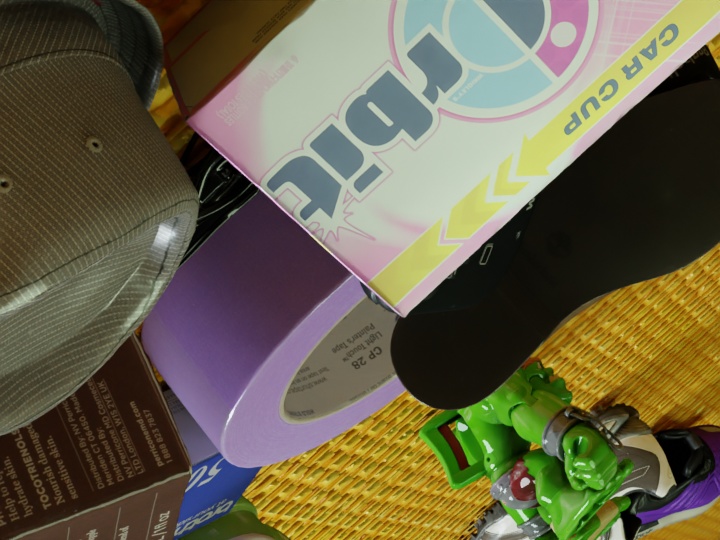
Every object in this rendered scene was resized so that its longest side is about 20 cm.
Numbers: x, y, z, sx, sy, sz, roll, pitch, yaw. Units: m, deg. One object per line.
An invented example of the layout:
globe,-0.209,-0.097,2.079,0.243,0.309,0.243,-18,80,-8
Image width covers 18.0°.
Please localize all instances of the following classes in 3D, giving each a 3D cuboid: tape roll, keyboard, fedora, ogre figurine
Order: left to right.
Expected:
fedora,-0.127,-0.005,0.713,0.200,0.090,0.177,-22,155,-43
keyboard,-0.050,-0.047,0.887,0.200,0.040,0.104,-44,-175,10
tape roll,0.000,0.000,1.027,0.200,0.066,0.200,-36,163,-13
ogre figurine,0.107,0.117,1.433,0.098,0.120,0.200,-44,164,2

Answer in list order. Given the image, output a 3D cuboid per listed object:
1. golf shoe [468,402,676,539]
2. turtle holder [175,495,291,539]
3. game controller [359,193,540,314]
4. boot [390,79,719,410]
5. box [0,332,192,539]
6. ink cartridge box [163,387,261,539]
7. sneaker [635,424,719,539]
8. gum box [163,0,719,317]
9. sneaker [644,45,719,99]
golf shoe,0.162,0.195,1.778,0.200,0.095,0.078,-48,162,29
turtle holder,-0.088,0.193,1.206,0.141,0.132,0.185,-41,162,4
game controller,0.059,-0.076,0.887,0.104,0.042,0.201,2,113,-51
boot,0.095,-0.016,0.992,0.200,0.074,0.075,-36,180,0
box,-0.168,0.096,0.847,0.199,0.075,0.100,-18,158,-18
ink cartridge box,-0.127,0.110,1.069,0.200,0.044,0.094,-24,158,-41
sneaker,0.280,0.172,1.998,0.200,0.070,0.100,-24,154,-42
gum box,0.043,-0.096,0.782,0.200,0.066,0.113,-43,119,10
sneaker,0.114,-0.060,1.069,0.076,0.088,0.200,-33,161,-19
